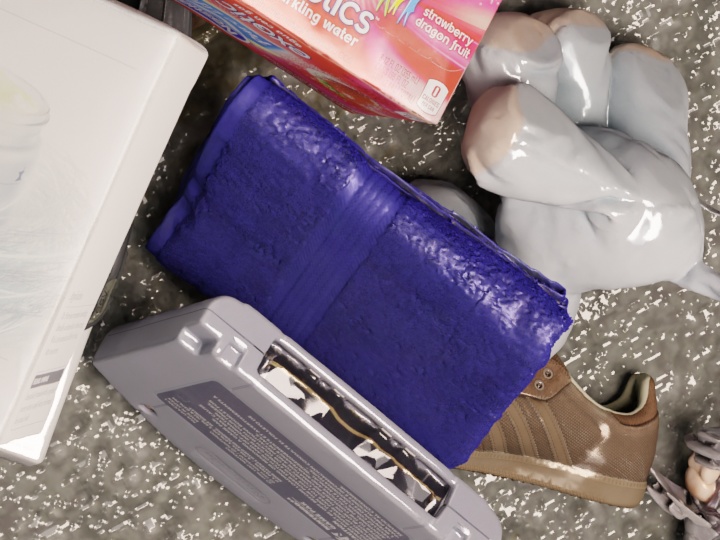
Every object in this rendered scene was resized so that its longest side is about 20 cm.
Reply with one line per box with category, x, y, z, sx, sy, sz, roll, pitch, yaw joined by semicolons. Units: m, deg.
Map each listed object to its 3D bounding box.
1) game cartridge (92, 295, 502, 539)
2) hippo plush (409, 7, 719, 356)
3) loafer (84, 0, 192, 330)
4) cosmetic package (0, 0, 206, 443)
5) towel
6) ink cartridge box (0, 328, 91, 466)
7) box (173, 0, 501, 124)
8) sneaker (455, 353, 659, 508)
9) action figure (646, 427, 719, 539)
game cartridge;-0.036;0.088;1.470;0.200;0.133;0.041;41;59;-20
hippo plush;0.094;-0.027;1.485;0.200;0.159;0.161;36;127;-13
loafer;-0.135;-0.069;1.397;0.070;0.068;0.201;17;91;-33
cosmetic package;-0.203;-0.054;1.306;0.199;0.123;0.200;24;90;3
towel;0.000;0.000;1.425;0.200;0.050;0.148;38;141;2
ink cartridge box;-0.200;-0.021;1.436;0.163;0.057;0.200;22;81;-24
box;-0.037;-0.159;1.353;0.200;0.095;0.100;31;83;-26
sneaker;0.069;0.071;1.543;0.200;0.070;0.076;15;88;-27
action figure;0.239;0.094;1.589;0.200;0.069;0.130;-52;140;10
